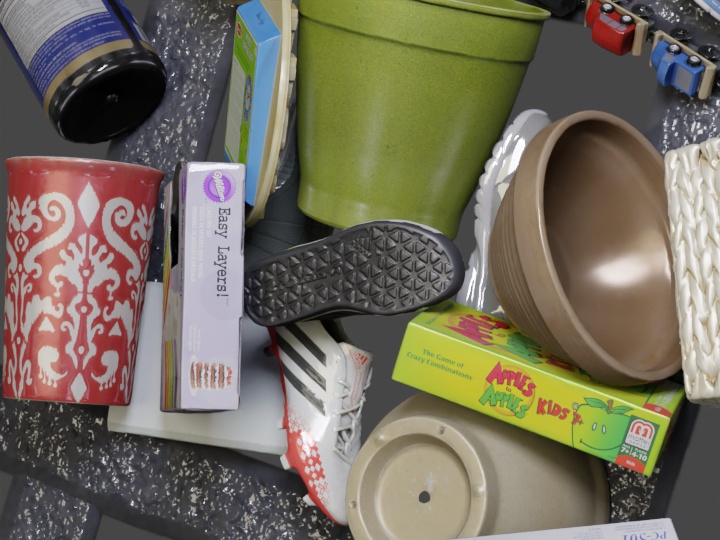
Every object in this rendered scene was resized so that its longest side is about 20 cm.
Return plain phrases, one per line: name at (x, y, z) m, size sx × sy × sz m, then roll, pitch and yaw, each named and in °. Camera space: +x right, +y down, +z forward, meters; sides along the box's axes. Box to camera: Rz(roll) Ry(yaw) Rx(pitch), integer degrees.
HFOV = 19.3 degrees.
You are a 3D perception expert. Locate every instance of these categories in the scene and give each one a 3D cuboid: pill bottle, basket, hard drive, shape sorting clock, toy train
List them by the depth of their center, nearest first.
basket at (0.299, 0.001, 1.497) m, size 0.123 × 0.135 × 0.201 m, roll -10°, pitch 77°, yaw 32°
toy train at (0.199, -0.189, 1.631) m, size 0.200 × 0.046 × 0.034 m, roll 36°, pitch 138°, yaw 29°
shape sorting clock at (-0.076, -0.134, 1.670) m, size 0.039 × 0.200 × 0.201 m, roll 3°, pitch 81°, yaw -11°
hard drive at (-0.119, 0.082, 1.784) m, size 0.199 × 0.026 × 0.132 m, roll 5°, pitch 84°, yaw 31°
pill bottle at (-0.260, -0.219, 1.867) m, size 0.112 × 0.112 × 0.200 m, roll -41°, pitch 64°, yaw 18°

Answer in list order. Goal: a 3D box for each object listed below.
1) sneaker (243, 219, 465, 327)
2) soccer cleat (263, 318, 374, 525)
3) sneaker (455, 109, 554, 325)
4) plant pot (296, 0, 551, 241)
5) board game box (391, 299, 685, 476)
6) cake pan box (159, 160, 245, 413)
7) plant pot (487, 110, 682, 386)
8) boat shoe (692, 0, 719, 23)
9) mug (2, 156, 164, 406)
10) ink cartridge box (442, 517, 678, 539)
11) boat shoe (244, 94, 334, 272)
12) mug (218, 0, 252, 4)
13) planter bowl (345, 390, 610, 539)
sneaker at (0.000, 0.000, 1.615) m, size 0.199 × 0.083 × 0.072 m, roll -6°, pitch 91°, yaw 32°
soccer cleat at (-0.023, 0.100, 1.678) m, size 0.085 × 0.069 × 0.201 m, roll -22°, pitch 70°, yaw 24°
sneaker at (0.130, -0.024, 1.644) m, size 0.082 × 0.075 × 0.201 m, roll 11°, pitch 92°, yaw 15°
plant pot at (0.032, -0.127, 1.653) m, size 0.200 × 0.200 × 0.194 m, roll 18°, pitch 103°, yaw 31°
board game box at (0.133, 0.083, 1.556) m, size 0.199 × 0.102 × 0.048 m, roll 20°, pitch 105°, yaw 12°
cake pan box at (-0.126, 0.014, 1.678) m, size 0.052 × 0.184 × 0.201 m, roll 2°, pitch 87°, yaw -12°
plant pot at (0.159, -0.009, 1.548) m, size 0.093 × 0.200 × 0.202 m, roll -18°, pitch 73°, yaw 41°
boat shoe at (0.248, -0.273, 1.606) m, size 0.072 × 0.072 × 0.200 m, roll -37°, pitch 65°, yaw 18°
mug at (-0.235, 0.013, 1.801) m, size 0.133 × 0.178 × 0.201 m, roll 3°, pitch 86°, yaw 9°
ink cartridge box at (0.126, 0.231, 1.517) m, size 0.199 × 0.094 × 0.044 m, roll -5°, pitch 44°, yaw -8°
boat shoe at (-0.056, -0.068, 1.752) m, size 0.065 × 0.074 × 0.203 m, roll -157°, pitch 86°, yaw -72°
mug at (-0.096, -0.306, 1.794) m, size 0.149 × 0.187 × 0.154 m, roll -12°, pitch 83°, yaw -6°
planter bowl at (0.070, 0.174, 1.597) m, size 0.200 × 0.135 × 0.201 m, roll -6°, pitch 78°, yaw 30°
